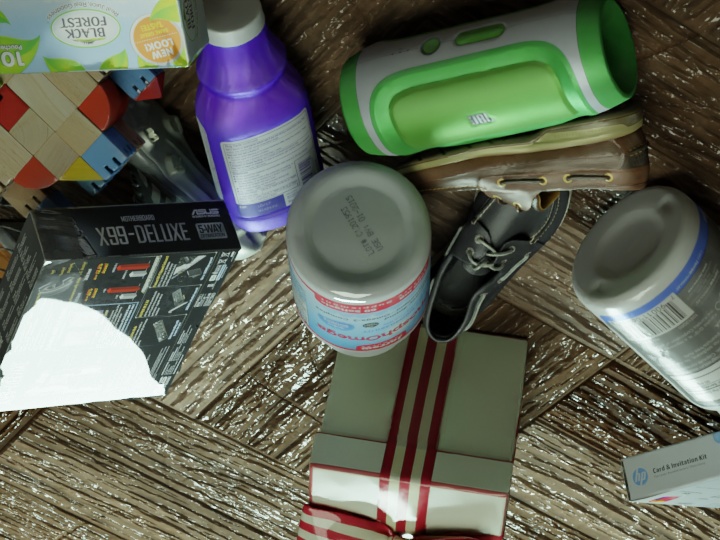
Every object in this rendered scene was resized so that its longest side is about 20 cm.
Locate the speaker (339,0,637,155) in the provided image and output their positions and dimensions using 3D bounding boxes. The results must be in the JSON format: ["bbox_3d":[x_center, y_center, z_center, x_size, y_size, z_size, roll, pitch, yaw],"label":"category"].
[{"bbox_3d":[0.089,-0.136,1.613,0.200,0.089,0.089,-11,135,26],"label":"speaker"}]

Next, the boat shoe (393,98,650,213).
[{"bbox_3d":[0.117,-0.073,1.669,0.200,0.072,0.068,-9,104,29],"label":"boat shoe"}]

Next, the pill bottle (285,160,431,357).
[{"bbox_3d":[0.000,0.000,1.745,0.108,0.109,0.200,9,162,4],"label":"pill bottle"}]

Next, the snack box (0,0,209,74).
[{"bbox_3d":[-0.189,-0.235,1.537,0.142,0.053,0.201,0,116,16],"label":"snack box"}]

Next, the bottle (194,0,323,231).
[{"bbox_3d":[-0.079,-0.118,1.683,0.083,0.065,0.200,-24,139,-10],"label":"bottle"}]

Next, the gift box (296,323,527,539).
[{"bbox_3d":[0.053,0.174,1.909,0.184,0.187,0.200,5,139,9],"label":"gift box"}]

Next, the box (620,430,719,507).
[{"bbox_3d":[0.338,0.151,1.868,0.200,0.041,0.156,-22,161,33],"label":"box"}]

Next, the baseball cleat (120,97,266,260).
[{"bbox_3d":[-0.160,-0.062,1.771,0.106,0.070,0.200,-24,129,25],"label":"baseball cleat"}]

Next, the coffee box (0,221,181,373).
[{"bbox_3d":[-0.250,0.024,1.891,0.199,0.080,0.113,-1,139,16],"label":"coffee box"}]

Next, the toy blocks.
[{"bbox_3d":[-0.219,-0.111,1.666,0.137,0.100,0.200,43,108,-2],"label":"toy blocks"}]

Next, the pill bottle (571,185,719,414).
[{"bbox_3d":[0.264,0.035,1.748,0.114,0.114,0.200,-25,128,36],"label":"pill bottle"}]

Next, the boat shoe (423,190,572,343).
[{"bbox_3d":[0.103,-0.013,1.770,0.073,0.063,0.200,25,138,-11],"label":"boat shoe"}]

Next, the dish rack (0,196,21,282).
[{"bbox_3d":[-0.319,-0.052,1.748,0.153,0.201,0.055,15,177,-5],"label":"dish rack"}]

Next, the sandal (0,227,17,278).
[{"bbox_3d":[-0.333,-0.030,1.804,0.207,0.059,0.079,40,133,15],"label":"sandal"}]

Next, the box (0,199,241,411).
[{"bbox_3d":[-0.196,0.029,1.736,0.157,0.050,0.200,-4,145,-28],"label":"box"}]
